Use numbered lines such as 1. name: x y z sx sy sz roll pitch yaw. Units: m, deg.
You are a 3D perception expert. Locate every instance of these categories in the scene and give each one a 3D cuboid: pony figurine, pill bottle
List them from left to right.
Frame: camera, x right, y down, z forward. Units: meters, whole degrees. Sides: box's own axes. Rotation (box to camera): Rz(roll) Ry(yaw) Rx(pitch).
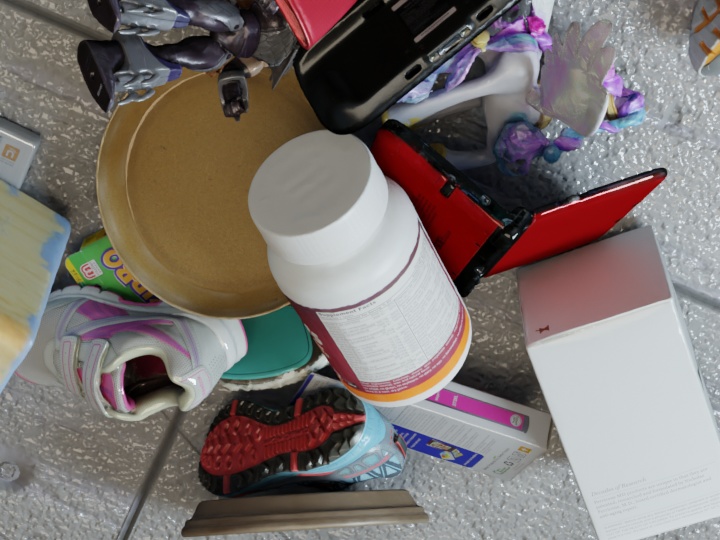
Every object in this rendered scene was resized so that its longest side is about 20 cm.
1. pill bottle: 0.000 0.000 1.213 0.108 0.110 0.201 -19 138 11
2. pony figurine: 0.109 -0.144 1.224 0.197 0.168 0.194 -8 149 2

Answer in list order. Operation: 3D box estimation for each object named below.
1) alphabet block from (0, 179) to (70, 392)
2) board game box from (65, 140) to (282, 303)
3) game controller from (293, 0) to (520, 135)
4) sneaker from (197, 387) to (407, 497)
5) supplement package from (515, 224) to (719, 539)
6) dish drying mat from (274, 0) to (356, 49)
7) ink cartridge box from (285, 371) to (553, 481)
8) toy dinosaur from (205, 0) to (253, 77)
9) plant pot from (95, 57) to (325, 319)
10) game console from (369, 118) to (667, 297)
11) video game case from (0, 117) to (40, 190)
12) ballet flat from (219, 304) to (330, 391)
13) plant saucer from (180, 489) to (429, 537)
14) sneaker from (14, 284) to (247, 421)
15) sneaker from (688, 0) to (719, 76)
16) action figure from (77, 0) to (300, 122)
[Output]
1. alphabet block: -0.351 0.026 1.260 0.199 0.196 0.197 31 112 -15
2. board game box: -0.124 -0.018 1.347 0.198 0.030 0.096 -27 112 11
3. game controller: 0.042 -0.174 1.153 0.199 0.105 0.042 -39 140 8
4. sneaker: -0.046 0.152 1.376 0.199 0.080 0.095 -11 148 43
5. supplement package: 0.205 0.090 1.338 0.116 0.117 0.202 -18 118 11
6. dish drying mat: 0.001 -0.235 1.152 0.018 0.200 0.077 -6 125 45
7. ink cartridge box: 0.046 0.114 1.377 0.198 0.037 0.095 16 155 -9
8. toy dinosaur: -0.092 -0.233 1.206 0.134 0.102 0.203 2 100 -16
9. plant pot: -0.098 -0.066 1.292 0.197 0.027 0.203 1 98 8
10. game console: 0.099 -0.061 1.245 0.172 0.200 0.119 40 76 3
11. video game case: -0.369 -0.067 1.331 0.198 0.023 0.183 25 115 -10
12. ballet flat: -0.025 0.055 1.362 0.198 0.072 0.072 -20 115 13
13. plant saucer: -0.044 0.193 1.378 0.197 0.200 0.030 -4 81 3
14. sneaker: -0.191 0.066 1.324 0.198 0.089 0.082 -4 122 22
15. sneaker: 0.310 -0.207 1.213 0.077 0.079 0.200 32 115 -24
16. action figure: -0.093 -0.159 1.183 0.198 0.069 0.131 -9 133 -35
